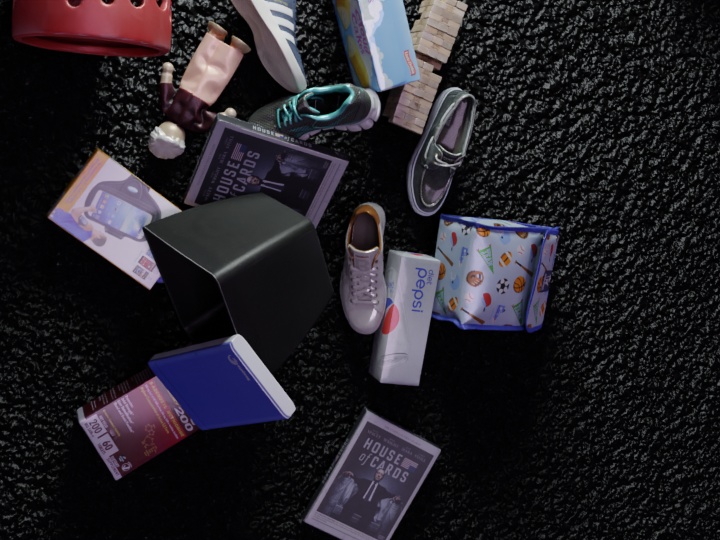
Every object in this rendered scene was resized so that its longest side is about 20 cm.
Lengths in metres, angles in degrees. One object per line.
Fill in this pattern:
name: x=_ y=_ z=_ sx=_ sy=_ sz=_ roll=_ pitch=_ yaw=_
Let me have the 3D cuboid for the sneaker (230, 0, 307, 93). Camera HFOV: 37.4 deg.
sneaker: x=-0.112 y=-0.352 z=1.504 sx=0.084 sy=0.075 sz=0.201 roll=-41 pitch=119 yaw=-26

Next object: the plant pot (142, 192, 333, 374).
plant pot: x=-0.154 y=0.007 z=1.479 sx=0.177 sy=0.199 sz=0.201 roll=-33 pitch=130 yaw=-24

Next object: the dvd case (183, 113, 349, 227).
dvd case: x=-0.136 y=-0.131 z=1.524 sx=0.199 sy=0.025 sz=0.151 roll=15 pitch=125 yaw=-20

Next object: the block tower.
block tower: x=0.093 y=-0.308 z=1.586 sx=0.054 sy=0.058 sz=0.201 roll=19 pitch=92 yaw=-20

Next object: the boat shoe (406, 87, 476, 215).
boat shoe: x=0.122 y=-0.179 z=1.609 sx=0.072 sy=0.071 sz=0.201 roll=11 pitch=97 yaw=-20

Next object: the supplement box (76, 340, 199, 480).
supplement box: x=-0.298 y=0.202 z=1.551 sx=0.199 sy=0.061 sz=0.109 roll=-32 pitch=108 yaw=-11

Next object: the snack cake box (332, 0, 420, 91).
snack cake box: x=0.015 y=-0.361 z=1.517 sx=0.067 sy=0.115 sz=0.201 roll=-19 pitch=105 yaw=-14

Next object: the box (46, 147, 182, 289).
box: x=-0.326 y=-0.066 z=1.503 sx=0.200 sy=0.041 sz=0.119 roll=37 pitch=87 yaw=-18

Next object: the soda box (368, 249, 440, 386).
soda box: x=0.067 y=0.073 z=1.643 sx=0.068 sy=0.063 sz=0.201 roll=8 pitch=98 yaw=-19

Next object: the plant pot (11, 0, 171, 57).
plant pot: x=-0.338 y=-0.374 z=1.357 sx=0.199 sy=0.200 sz=0.184 roll=3 pitch=97 yaw=-18

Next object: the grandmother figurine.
grandmother figurine: x=-0.231 y=-0.243 z=1.494 sx=0.121 sy=0.061 sz=0.201 roll=34 pitch=92 yaw=7

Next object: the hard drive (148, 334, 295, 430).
hard drive: x=-0.192 y=0.156 z=1.448 sx=0.132 sy=0.199 sz=0.025 roll=55 pitch=49 yaw=-18

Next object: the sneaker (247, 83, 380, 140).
sneaker: x=-0.076 y=-0.227 z=1.494 sx=0.199 sy=0.091 sz=0.078 roll=-13 pitch=80 yaw=16

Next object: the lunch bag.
lunch bag: x=0.221 y=0.006 z=1.654 sx=0.199 sy=0.124 sz=0.171 roll=5 pitch=99 yaw=-33

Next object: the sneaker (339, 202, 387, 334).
sneaker: x=0.000 y=0.000 z=1.589 sx=0.072 sy=0.085 sz=0.201 roll=1 pitch=96 yaw=9

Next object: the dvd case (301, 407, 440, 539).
dvd case: x=0.018 y=0.338 z=1.691 sx=0.150 sy=0.025 sz=0.201 roll=30 pitch=91 yaw=-21
